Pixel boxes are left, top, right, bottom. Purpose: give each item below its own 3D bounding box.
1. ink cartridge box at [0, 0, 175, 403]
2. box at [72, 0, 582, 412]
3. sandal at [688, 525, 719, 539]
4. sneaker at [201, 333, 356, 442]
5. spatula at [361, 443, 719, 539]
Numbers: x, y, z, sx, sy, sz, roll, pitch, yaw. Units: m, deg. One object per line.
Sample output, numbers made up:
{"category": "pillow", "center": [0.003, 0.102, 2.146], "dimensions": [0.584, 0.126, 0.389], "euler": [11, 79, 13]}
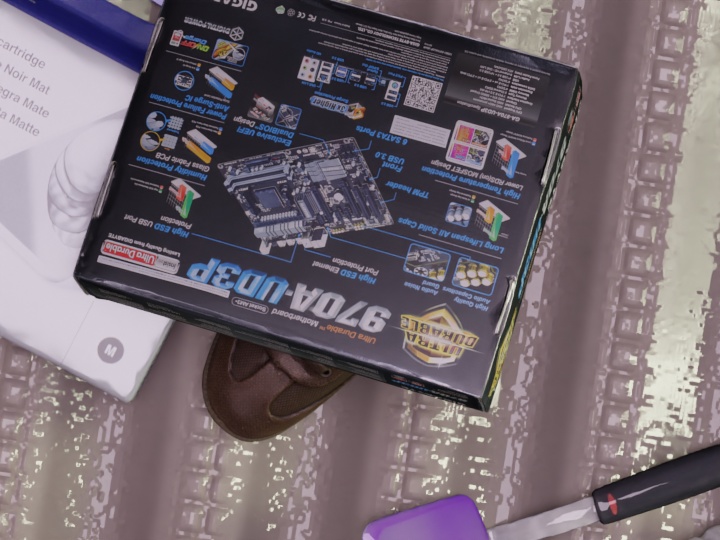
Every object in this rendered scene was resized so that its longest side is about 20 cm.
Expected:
{"category": "ink cartridge box", "center": [-0.150, -0.069, 1.259], "dimensions": [0.199, 0.041, 0.201], "euler": [27, 87, -4]}
{"category": "box", "center": [-0.014, -0.040, 1.204], "dimensions": [0.199, 0.046, 0.160], "euler": [15, 79, 8]}
{"category": "sandal", "center": [0.130, 0.189, 1.276], "dimensions": [0.201, 0.083, 0.050], "euler": [-22, 135, -6]}
{"category": "sneaker", "center": [0.000, 0.000, 1.254], "dimensions": [0.070, 0.076, 0.200], "euler": [44, 86, -4]}
{"category": "spatula", "center": [0.100, 0.122, 1.290], "dimensions": [0.199, 0.021, 0.057], "euler": [-17, 90, -6]}
